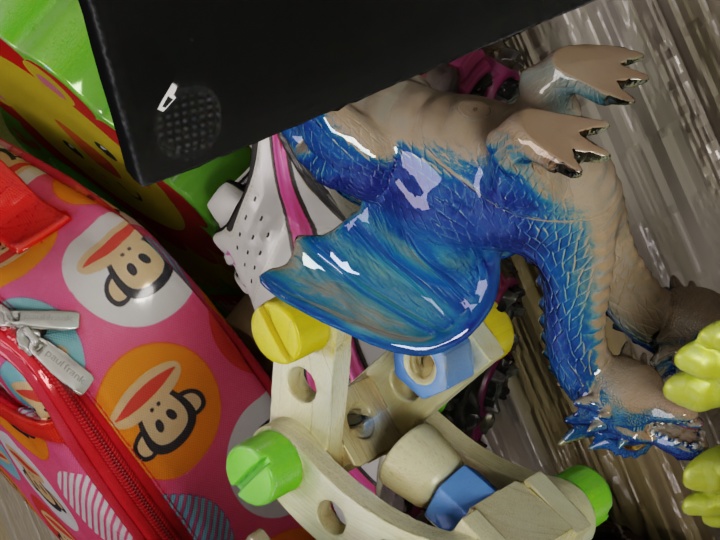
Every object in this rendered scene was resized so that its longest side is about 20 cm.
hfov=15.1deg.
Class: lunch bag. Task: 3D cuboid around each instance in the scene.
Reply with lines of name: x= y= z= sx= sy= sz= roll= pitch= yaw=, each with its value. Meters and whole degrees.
lunch bag: x=-0.103 y=0.021 z=0.920 sx=0.200 sy=0.082 sz=0.176 roll=27 pitch=154 yaw=55

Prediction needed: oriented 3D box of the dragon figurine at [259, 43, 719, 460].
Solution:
dragon figurine: x=0.012 y=-0.018 z=0.683 sx=0.200 sy=0.059 sz=0.099 roll=19 pitch=133 yaw=8

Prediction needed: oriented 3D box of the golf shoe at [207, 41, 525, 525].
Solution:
golf shoe: x=0.000 y=0.000 z=0.832 sx=0.092 sy=0.073 sz=0.200 roll=20 pitch=132 yaw=23

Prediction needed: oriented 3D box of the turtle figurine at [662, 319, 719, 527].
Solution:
turtle figurine: x=0.122 y=0.084 z=0.610 sx=0.200 sy=0.064 sz=0.161 roll=54 pitch=-171 yaw=-52

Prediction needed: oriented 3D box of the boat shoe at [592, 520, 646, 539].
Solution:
boat shoe: x=0.052 y=0.103 z=0.851 sx=0.070 sy=0.070 sz=0.200 roll=64 pitch=163 yaw=-1

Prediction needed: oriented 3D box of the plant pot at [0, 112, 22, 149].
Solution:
plant pot: x=-0.202 y=-0.086 z=1.268 sx=0.187 sy=0.187 sz=0.200 roll=52 pitch=142 yaw=43

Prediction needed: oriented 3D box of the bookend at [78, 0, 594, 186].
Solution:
bookend: x=0.005 y=-0.128 z=0.487 sx=0.200 sy=0.199 sz=0.092 roll=46 pitch=155 yaw=53

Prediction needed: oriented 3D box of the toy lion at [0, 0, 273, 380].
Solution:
toy lion: x=-0.076 y=-0.039 z=0.928 sx=0.192 sy=0.069 sz=0.200 roll=41 pitch=170 yaw=-11

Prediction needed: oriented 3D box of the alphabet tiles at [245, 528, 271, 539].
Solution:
alphabet tiles: x=0.014 y=0.171 z=0.723 sx=0.200 sy=0.006 sz=0.166 roll=52 pitch=141 yaw=16

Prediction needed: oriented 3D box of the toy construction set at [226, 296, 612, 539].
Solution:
toy construction set: x=0.002 y=0.095 z=0.766 sx=0.131 sy=0.092 sz=0.200 roll=46 pitch=147 yaw=16
